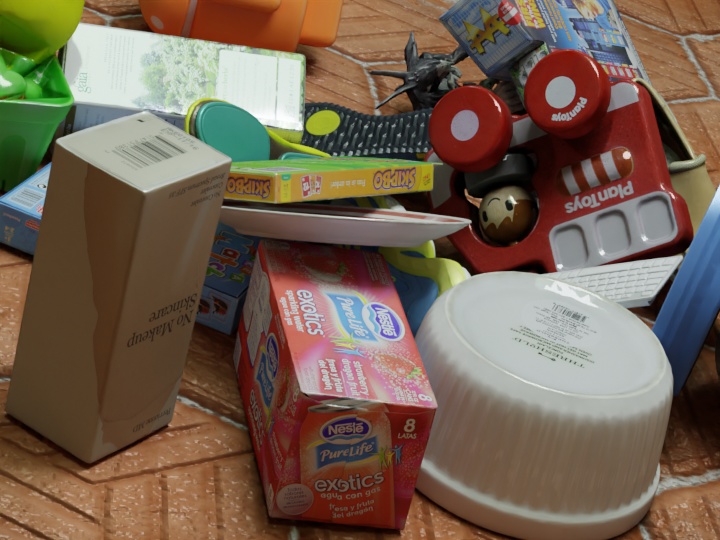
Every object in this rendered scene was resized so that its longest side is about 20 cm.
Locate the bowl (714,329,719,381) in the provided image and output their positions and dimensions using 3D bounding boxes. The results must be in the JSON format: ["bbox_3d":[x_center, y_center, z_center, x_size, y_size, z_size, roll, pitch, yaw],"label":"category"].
[{"bbox_3d":[0.329,0.061,1.615,0.199,0.202,0.107,-17,-2,-45],"label":"bowl"}]

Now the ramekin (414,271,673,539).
[{"bbox_3d":[0.120,0.086,1.493,0.198,0.106,0.201,11,28,-6],"label":"ramekin"}]

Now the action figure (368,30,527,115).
[{"bbox_3d":[0.111,-0.171,1.952,0.198,0.102,0.120,3,60,-30],"label":"action figure"}]

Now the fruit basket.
[{"bbox_3d":[-0.290,-0.185,1.682,0.154,0.217,0.216,2,30,-22],"label":"fruit basket"}]

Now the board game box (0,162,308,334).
[{"bbox_3d":[-0.155,-0.029,1.638,0.199,0.037,0.151,21,27,12],"label":"board game box"}]

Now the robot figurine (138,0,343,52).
[{"bbox_3d":[-0.117,-0.254,1.985,0.198,0.117,0.145,11,43,-10],"label":"robot figurine"}]

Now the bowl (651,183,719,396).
[{"bbox_3d":[0.256,0.000,1.598,0.039,0.202,0.201,25,29,8],"label":"bowl"}]

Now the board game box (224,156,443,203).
[{"bbox_3d":[-0.032,-0.070,1.628,0.095,0.030,0.199,7,11,39],"label":"board game box"}]

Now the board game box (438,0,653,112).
[{"bbox_3d":[0.166,-0.180,1.885,0.199,0.062,0.201,2,60,-48],"label":"board game box"}]

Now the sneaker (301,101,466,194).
[{"bbox_3d":[0.008,-0.093,1.826,0.198,0.079,0.066,3,51,14],"label":"sneaker"}]

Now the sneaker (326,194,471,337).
[{"bbox_3d":[0.000,0.000,1.624,0.104,0.076,0.200,-17,28,-26],"label":"sneaker"}]

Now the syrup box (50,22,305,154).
[{"bbox_3d":[-0.147,-0.133,1.751,0.198,0.082,0.079,6,58,-9],"label":"syrup box"}]

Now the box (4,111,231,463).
[{"bbox_3d":[-0.156,0.011,1.390,0.077,0.201,0.095,29,31,25],"label":"box"}]

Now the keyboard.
[{"bbox_3d":[0.144,0.016,1.603,0.199,0.011,0.056,-8,32,41],"label":"keyboard"}]

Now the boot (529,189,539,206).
[{"bbox_3d":[0.215,-0.057,1.796,0.198,0.074,0.096,5,66,-16],"label":"boot"}]

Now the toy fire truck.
[{"bbox_3d":[0.147,-0.064,1.690,0.112,0.199,0.169,26,49,-61],"label":"toy fire truck"}]

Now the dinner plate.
[{"bbox_3d":[-0.021,-0.033,1.536,0.198,0.025,0.200,4,2,0],"label":"dinner plate"}]

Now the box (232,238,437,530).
[{"bbox_3d":[-0.021,0.073,1.452,0.095,0.100,0.200,7,28,-15],"label":"box"}]

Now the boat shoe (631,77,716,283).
[{"bbox_3d":[0.252,-0.063,1.730,0.071,0.076,0.201,-21,68,-24],"label":"boat shoe"}]

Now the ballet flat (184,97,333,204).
[{"bbox_3d":[-0.085,-0.080,1.691,0.067,0.067,0.199,-4,-16,38],"label":"ballet flat"}]
